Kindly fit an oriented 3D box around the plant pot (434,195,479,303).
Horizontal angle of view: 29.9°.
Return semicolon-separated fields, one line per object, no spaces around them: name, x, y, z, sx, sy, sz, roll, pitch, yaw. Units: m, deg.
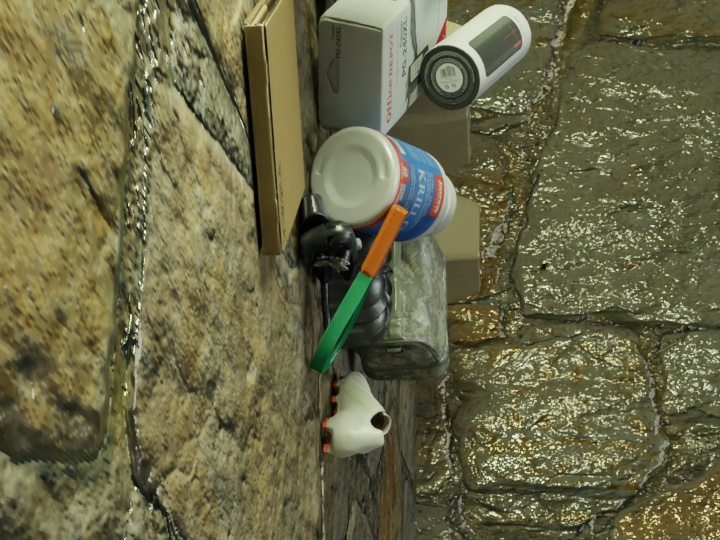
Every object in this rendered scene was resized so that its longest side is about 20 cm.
plant pot;0.159;-0.045;2.760;0.201;0.174;0.202;83;9;-54

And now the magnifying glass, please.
magnifying glass;-0.003;0.021;1.455;0.202;0.022;0.080;-61;173;12

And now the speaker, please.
speaker;0.144;-0.265;1.658;0.200;0.080;0.082;-43;136;-55

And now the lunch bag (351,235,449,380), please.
lunch bag;0.055;0.039;1.896;0.168;0.137;0.203;77;13;-68

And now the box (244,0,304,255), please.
box;-0.073;-0.138;1.190;0.164;0.021;0.203;-78;166;-66

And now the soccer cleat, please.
soccer cleat;0.001;0.178;1.640;0.200;0.076;0.070;-72;161;-74

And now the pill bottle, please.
pill bottle;0.035;-0.092;1.540;0.199;0.111;0.114;10;79;-62

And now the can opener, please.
can opener;-0.027;-0.021;1.445;0.200;0.062;0.080;70;19;-72

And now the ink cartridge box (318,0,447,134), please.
ink cartridge box;0.029;-0.266;1.582;0.200;0.082;0.147;-53;151;-47

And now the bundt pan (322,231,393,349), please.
bundt pan;0.000;0.000;1.670;0.202;0.074;0.205;0;90;-85

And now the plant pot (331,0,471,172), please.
plant pot;0.060;-0.230;1.789;0.200;0.174;0.203;77;13;-65
